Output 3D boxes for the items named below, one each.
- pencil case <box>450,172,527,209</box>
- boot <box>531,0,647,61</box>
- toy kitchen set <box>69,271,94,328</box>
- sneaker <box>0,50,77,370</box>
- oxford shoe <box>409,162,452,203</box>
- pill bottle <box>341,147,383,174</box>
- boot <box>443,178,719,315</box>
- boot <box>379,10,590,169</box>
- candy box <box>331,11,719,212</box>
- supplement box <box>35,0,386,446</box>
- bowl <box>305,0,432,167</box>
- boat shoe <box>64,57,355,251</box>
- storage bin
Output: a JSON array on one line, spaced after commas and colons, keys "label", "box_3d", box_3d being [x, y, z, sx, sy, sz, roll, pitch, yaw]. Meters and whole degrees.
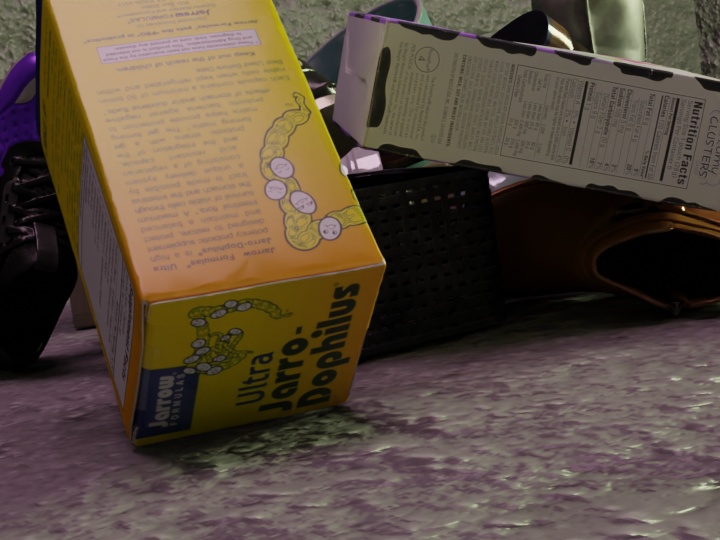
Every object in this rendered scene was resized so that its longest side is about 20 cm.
[{"label": "pencil case", "box_3d": [0.156, -0.042, 1.063, 0.198, 0.084, 0.091, -5, 0, -4]}, {"label": "boot", "box_3d": [0.163, -0.127, 1.303, 0.181, 0.201, 0.072, -10, 7, -25]}, {"label": "toy kitchen set", "box_3d": [-0.141, -0.060, 1.256, 0.179, 0.164, 0.200, -8, 7, -2]}, {"label": "sneaker", "box_3d": [-0.196, -0.030, 0.988, 0.069, 0.201, 0.100, 8, 14, -22]}, {"label": "oxford shoe", "box_3d": [0.112, -0.077, 1.158, 0.199, 0.071, 0.074, -20, 42, -22]}, {"label": "pill bottle", "box_3d": [-0.078, -0.029, 1.077, 0.199, 0.112, 0.111, -13, 7, -1]}, {"label": "boot", "box_3d": [0.135, -0.006, 0.936, 0.198, 0.077, 0.155, 1, 12, 9]}, {"label": "boot", "box_3d": [0.090, -0.096, 1.091, 0.097, 0.075, 0.200, 28, -32, -28]}, {"label": "candy box", "box_3d": [0.093, -0.093, 0.915, 0.199, 0.072, 0.168, 9, 9, -9]}, {"label": "supplement box", "box_3d": [-0.078, -0.038, 0.755, 0.109, 0.201, 0.109, -10, -35, -19]}, {"label": "bowl", "box_3d": [0.002, -0.105, 1.251, 0.200, 0.105, 0.201, -37, 22, 18]}, {"label": "boat shoe", "box_3d": [-0.096, -0.065, 0.992, 0.201, 0.074, 0.063, -31, 56, -21]}, {"label": "storage bin", "box_3d": [-0.030, 0.000, 0.925, 0.199, 0.094, 0.135, -11, 7, -32]}]
